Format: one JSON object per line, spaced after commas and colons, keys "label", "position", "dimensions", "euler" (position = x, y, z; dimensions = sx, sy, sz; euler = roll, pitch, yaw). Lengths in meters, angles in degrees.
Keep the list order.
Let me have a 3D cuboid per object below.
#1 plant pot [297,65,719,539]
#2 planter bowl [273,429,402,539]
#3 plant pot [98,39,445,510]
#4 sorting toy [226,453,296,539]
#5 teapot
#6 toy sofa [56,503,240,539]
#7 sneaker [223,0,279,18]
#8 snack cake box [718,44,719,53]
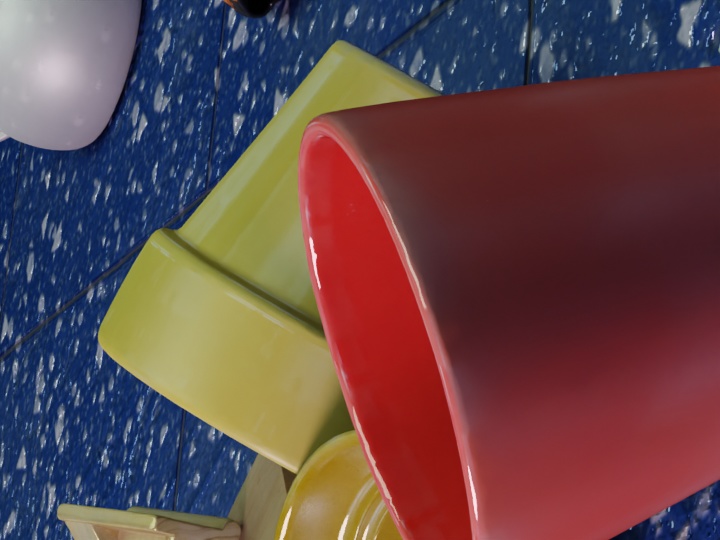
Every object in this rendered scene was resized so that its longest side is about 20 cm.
{"label": "plant pot", "position": [0.089, 0.011, 1.155], "dimensions": [0.200, 0.176, 0.202], "euler": [162, 90, -77]}
{"label": "planter bowl", "position": [0.046, 0.166, 1.338], "dimensions": [0.200, 0.083, 0.202], "euler": [15, 109, 54]}
{"label": "plant pot", "position": [0.000, 0.000, 1.462], "dimensions": [0.190, 0.200, 0.201], "euler": [-60, 22, 2]}
{"label": "sorting toy", "position": [-0.038, 0.226, 1.580], "dimensions": [0.199, 0.069, 0.201], "euler": [-103, 32, -49]}
{"label": "teapot", "position": [-0.262, -0.190, 2.279], "dimensions": [0.197, 0.145, 0.201], "euler": [-175, 96, -69]}
{"label": "toy sofa", "position": [-0.118, 0.229, 1.600], "dimensions": [0.082, 0.097, 0.201], "euler": [2, 79, 44]}
{"label": "sneaker", "position": [-0.049, -0.253, 1.880], "dimensions": [0.112, 0.077, 0.201], "euler": [-123, 38, -56]}
{"label": "snack cake box", "position": [0.214, -0.160, 1.137], "dimensions": [0.115, 0.067, 0.201], "euler": [-139, 62, -64]}
